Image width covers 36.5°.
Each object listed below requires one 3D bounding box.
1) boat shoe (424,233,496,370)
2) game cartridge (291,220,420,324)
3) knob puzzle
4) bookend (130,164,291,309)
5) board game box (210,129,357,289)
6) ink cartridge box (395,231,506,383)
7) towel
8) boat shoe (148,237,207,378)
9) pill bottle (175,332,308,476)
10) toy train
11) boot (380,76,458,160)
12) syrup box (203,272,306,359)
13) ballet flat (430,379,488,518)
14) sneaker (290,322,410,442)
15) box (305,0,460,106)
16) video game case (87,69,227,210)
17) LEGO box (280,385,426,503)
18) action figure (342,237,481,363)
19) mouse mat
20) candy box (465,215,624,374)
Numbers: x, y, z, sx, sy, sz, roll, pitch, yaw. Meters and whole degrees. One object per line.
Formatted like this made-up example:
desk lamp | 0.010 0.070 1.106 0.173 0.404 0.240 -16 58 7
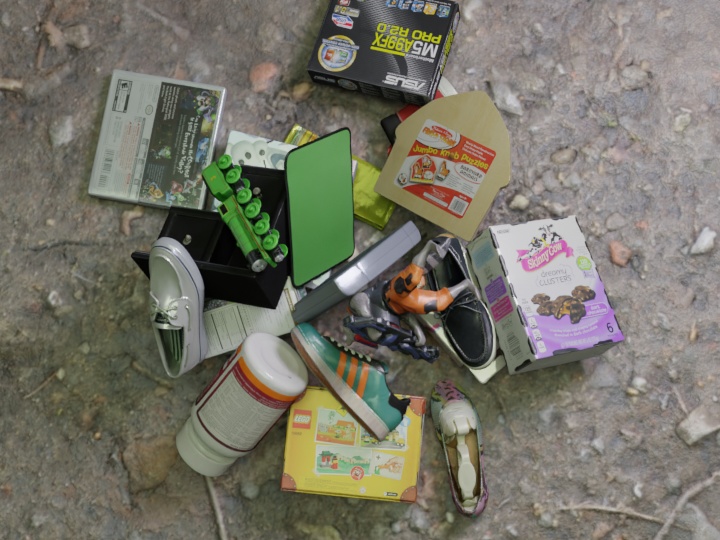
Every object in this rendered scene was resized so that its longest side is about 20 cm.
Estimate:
boat shoe | 0.134 0.043 1.532 0.074 0.062 0.202 -21 78 24
game cartridge | 0.000 0.000 1.535 0.041 0.133 0.200 52 45 0
knob puzzle | 0.137 -0.166 1.586 0.217 0.030 0.223 -5 78 23
bookend | -0.186 -0.066 1.541 0.196 0.092 0.202 10 63 22
board game box | -0.121 -0.088 1.631 0.197 0.043 0.203 14 89 4
ink cartridge box | 0.151 0.059 1.605 0.116 0.068 0.200 -40 82 -5
towel | -0.034 -0.143 1.662 0.198 0.018 0.087 28 83 4
boat shoe | -0.249 0.056 1.470 0.073 0.067 0.202 5 124 25
pill bottle | -0.170 0.191 1.533 0.109 0.109 0.200 43 114 7
toy train | -0.158 -0.077 1.459 0.056 0.042 0.201 -35 56 5
boot | 0.123 -0.175 1.642 0.144 0.072 0.201 -37 75 -4
syrup box | -0.175 0.068 1.580 0.198 0.079 0.082 -18 95 7
ballet flat | 0.147 0.255 1.573 0.068 0.071 0.203 -10 81 0
sneaker | -0.012 0.139 1.514 0.080 0.071 0.200 -43 97 -14
box | 0.036 -0.345 1.652 0.198 0.044 0.162 15 76 15
video game case | -0.310 -0.197 1.672 0.179 0.023 0.203 9 81 2
LEGO box | -0.010 0.249 1.572 0.197 0.077 0.151 6 81 2
action figure | 0.063 0.048 1.475 0.192 0.200 0.106 -29 56 19
mouse mat | -0.055 -0.090 1.547 0.007 0.160 0.203 11 115 32
candy box | 0.262 0.031 1.558 0.166 0.072 0.202 -9 71 -30
